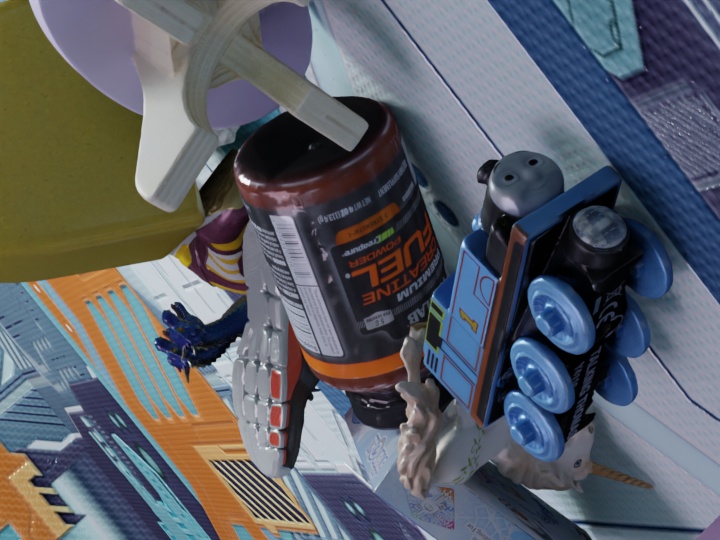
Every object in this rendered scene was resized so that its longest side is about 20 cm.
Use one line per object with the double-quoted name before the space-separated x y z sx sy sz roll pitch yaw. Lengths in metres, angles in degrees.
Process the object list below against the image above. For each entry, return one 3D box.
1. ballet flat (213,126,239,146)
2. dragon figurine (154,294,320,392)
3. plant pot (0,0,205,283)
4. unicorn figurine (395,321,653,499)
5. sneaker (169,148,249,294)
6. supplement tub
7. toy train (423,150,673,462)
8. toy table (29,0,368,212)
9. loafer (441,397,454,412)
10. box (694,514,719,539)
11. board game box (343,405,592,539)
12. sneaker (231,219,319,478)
"ballet flat" -0.134 -0.165 1.399 0.201 0.072 0.072 55 163 -20
"dragon figurine" -0.056 0.063 1.541 0.199 0.100 0.059 30 157 -14
"plant pot" -0.247 -0.087 1.516 0.194 0.199 0.197 151 101 -73
"unicorn figurine" 0.084 0.087 1.289 0.074 0.199 0.139 16 114 50
"sneaker" -0.087 -0.030 1.581 0.090 0.075 0.200 35 166 -8
"supplement tub" 0.000 0.000 1.295 0.107 0.107 0.201 27 145 52
"toy train" 0.096 0.018 1.128 0.114 0.086 0.201 44 152 25
"toy table" -0.084 -0.134 1.171 0.199 0.185 0.117 15 -163 -38
"loafer" 0.045 0.032 1.398 0.200 0.063 0.072 44 121 14
"box" 0.283 0.231 1.125 0.176 0.097 0.201 23 148 57
"board game box" 0.085 0.163 1.399 0.199 0.043 0.200 38 -176 -10
"sneaker" -0.037 0.049 1.468 0.077 0.081 0.202 28 117 54
